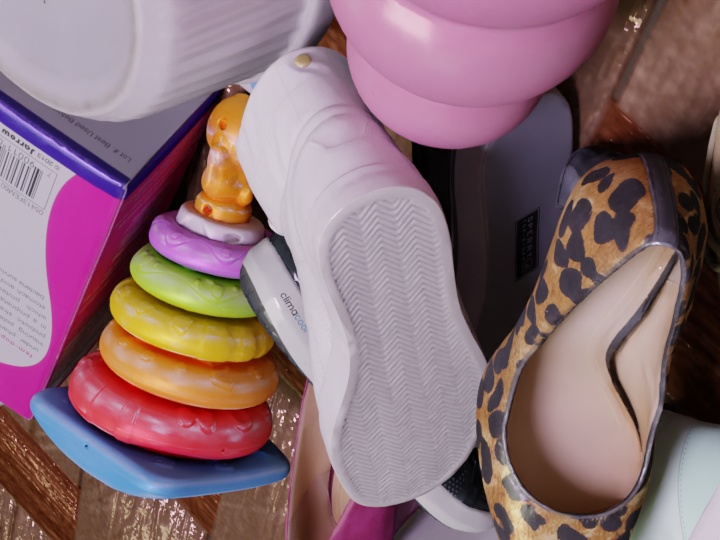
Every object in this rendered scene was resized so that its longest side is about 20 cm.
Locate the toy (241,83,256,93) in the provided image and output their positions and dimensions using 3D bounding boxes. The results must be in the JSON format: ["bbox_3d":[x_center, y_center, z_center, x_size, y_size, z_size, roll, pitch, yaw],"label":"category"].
[{"bbox_3d":[-0.117,-0.157,0.956,0.200,0.047,0.115,41,149,22],"label":"toy"}]

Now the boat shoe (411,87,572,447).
[{"bbox_3d":[0.045,-0.011,0.864,0.066,0.070,0.201,41,149,35],"label":"boat shoe"}]

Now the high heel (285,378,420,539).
[{"bbox_3d":[-0.014,0.071,1.004,0.067,0.096,0.201,21,138,43],"label":"high heel"}]

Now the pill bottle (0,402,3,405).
[{"bbox_3d":[-0.255,-0.018,1.245,0.109,0.109,0.201,-10,114,58],"label":"pill bottle"}]

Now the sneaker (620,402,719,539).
[{"bbox_3d":[0.148,0.144,0.868,0.118,0.074,0.202,20,128,35],"label":"sneaker"}]

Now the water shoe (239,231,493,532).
[{"bbox_3d":[0.027,0.047,0.939,0.200,0.079,0.072,48,-173,-34],"label":"water shoe"}]

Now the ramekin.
[{"bbox_3d":[-0.107,-0.153,0.810,0.202,0.094,0.203,33,142,31],"label":"ramekin"}]

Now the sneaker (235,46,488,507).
[{"bbox_3d":[0.000,0.000,0.831,0.201,0.073,0.116,85,164,-47],"label":"sneaker"}]

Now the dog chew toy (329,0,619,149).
[{"bbox_3d":[0.042,-0.115,0.699,0.124,0.124,0.200,43,153,17],"label":"dog chew toy"}]

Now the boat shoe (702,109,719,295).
[{"bbox_3d":[0.148,-0.032,0.692,0.073,0.063,0.201,37,147,26],"label":"boat shoe"}]

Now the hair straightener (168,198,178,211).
[{"bbox_3d":[-0.132,-0.050,1.100,0.077,0.041,0.201,4,123,54],"label":"hair straightener"}]

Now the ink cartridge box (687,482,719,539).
[{"bbox_3d":[0.212,0.055,0.607,0.146,0.147,0.200,41,148,19],"label":"ink cartridge box"}]

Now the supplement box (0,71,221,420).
[{"bbox_3d":[-0.164,-0.032,1.045,0.101,0.103,0.200,34,134,3],"label":"supplement box"}]

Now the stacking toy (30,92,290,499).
[{"bbox_3d":[-0.080,0.006,1.015,0.116,0.109,0.201,27,110,37],"label":"stacking toy"}]

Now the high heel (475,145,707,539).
[{"bbox_3d":[0.086,0.054,0.747,0.143,0.071,0.202,-114,30,-82],"label":"high heel"}]

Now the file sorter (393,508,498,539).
[{"bbox_3d":[0.056,0.205,1.010,0.125,0.139,0.200,55,151,-11],"label":"file sorter"}]
